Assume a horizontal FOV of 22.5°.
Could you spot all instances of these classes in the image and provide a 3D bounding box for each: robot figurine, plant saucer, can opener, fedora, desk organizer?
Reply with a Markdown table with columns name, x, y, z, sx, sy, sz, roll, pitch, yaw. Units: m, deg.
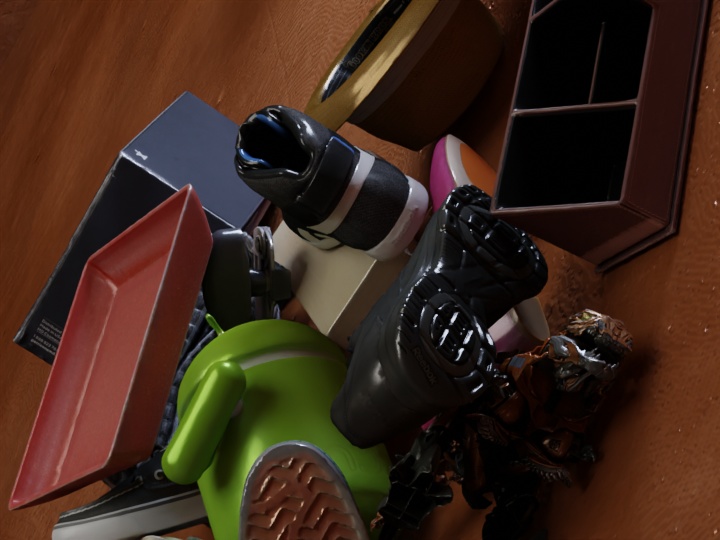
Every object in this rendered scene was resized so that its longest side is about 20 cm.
| name | x | y | z | sx | sy | sz | roll | pitch | yaw |
| --- | --- | --- | --- | --- | --- | --- | --- | --- | --- |
| robot figurine | -0.044 | 0.116 | 1.108 | 0.115 | 0.175 | 0.201 | -34 | 54 | 16 |
| plant saucer | -0.165 | 0.061 | 1.234 | 0.199 | 0.037 | 0.201 | -28 | 44 | 57 |
| can opener | -0.078 | 0.067 | 1.255 | 0.053 | 0.066 | 0.201 | -139 | 47 | -69 |
| fedora | 0.040 | -0.145 | 1.262 | 0.201 | 0.082 | 0.201 | -49 | 12 | 13 |
| desk organizer | 0.136 | -0.110 | 1.007 | 0.072 | 0.077 | 0.201 | -34 | 38 | 55 |

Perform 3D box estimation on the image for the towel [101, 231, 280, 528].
| name | x | y | z | sx | sy | sz | roll | pitch | yaw |
| --- | --- | --- | --- | --- | --- | --- | --- | --- | --- |
| towel | -0.119 | 0.085 | 1.342 | 0.166 | 0.085 | 0.201 | 85 | -158 | -71 |

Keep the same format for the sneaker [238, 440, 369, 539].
| name | x | y | z | sx | sy | sz | roll | pitch | yaw |
| --- | --- | --- | --- | --- | --- | --- | --- | --- | --- |
| sneaker | -0.018 | 0.181 | 0.965 | 0.080 | 0.071 | 0.201 | -101 | -4 | -80 |

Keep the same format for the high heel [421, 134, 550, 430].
| name | x | y | z | sx | sy | sz | roll | pitch | yaw |
| --- | --- | --- | --- | --- | --- | --- | --- | --- | --- |
| high heel | 0.055 | 0.004 | 1.103 | 0.096 | 0.067 | 0.201 | -43 | 42 | 25 |

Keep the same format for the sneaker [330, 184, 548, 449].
| name | x | y | z | sx | sy | sz | roll | pitch | yaw |
| --- | --- | --- | --- | --- | --- | --- | --- | --- | --- |
| sneaker | 0.036 | 0.022 | 0.966 | 0.091 | 0.076 | 0.200 | -40 | 5 | 34 |

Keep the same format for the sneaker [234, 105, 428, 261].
| name | x | y | z | sx | sy | sz | roll | pitch | yaw |
| --- | --- | --- | --- | --- | --- | --- | --- | --- | --- |
| sneaker | -0.037 | -0.067 | 1.163 | 0.073 | 0.112 | 0.200 | -60 | 20 | -5 |

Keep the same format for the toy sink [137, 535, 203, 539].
| name | x | y | z | sx | sy | sz | roll | pitch | yaw |
| --- | --- | --- | --- | --- | --- | --- | --- | --- | --- |
| toy sink | -0.126 | 0.248 | 1.219 | 0.130 | 0.112 | 0.201 | -31 | 40 | 57 |

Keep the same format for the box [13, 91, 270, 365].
| name | x | y | z | sx | sy | sz | roll | pitch | yaw |
| --- | --- | --- | --- | --- | --- | --- | --- | --- | --- |
| box | -0.171 | -0.019 | 1.540 | 0.199 | 0.123 | 0.200 | -58 | 2 | 23 |

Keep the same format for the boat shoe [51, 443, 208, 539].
| name | x | y | z | sx | sy | sz | roll | pitch | yaw |
| --- | --- | --- | --- | --- | --- | --- | --- | --- | --- |
| boat shoe | -0.113 | 0.140 | 1.215 | 0.069 | 0.199 | 0.057 | 96 | 157 | -79 |

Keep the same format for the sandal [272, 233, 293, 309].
| name | x | y | z | sx | sy | sz | roll | pitch | yaw |
| --- | --- | --- | --- | --- | --- | --- | --- | --- | --- |
| sandal | -0.078 | 0.000 | 1.471 | 0.200 | 0.043 | 0.076 | -44 | 29 | 46 |

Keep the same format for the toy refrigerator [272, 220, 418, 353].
| name | x | y | z | sx | sy | sz | roll | pitch | yaw |
| --- | --- | --- | --- | --- | --- | --- | --- | --- | --- |
| toy refrigerator | 0.000 | 0.000 | 1.245 | 0.076 | 0.070 | 0.200 | -56 | 22 | 6 |

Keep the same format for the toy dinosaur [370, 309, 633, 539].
| name | x | y | z | sx | sy | sz | roll | pitch | yaw |
| --- | --- | --- | --- | --- | --- | --- | --- | --- | --- |
| toy dinosaur | 0.072 | 0.100 | 0.961 | 0.200 | 0.102 | 0.136 | 109 | -175 | -45 |
